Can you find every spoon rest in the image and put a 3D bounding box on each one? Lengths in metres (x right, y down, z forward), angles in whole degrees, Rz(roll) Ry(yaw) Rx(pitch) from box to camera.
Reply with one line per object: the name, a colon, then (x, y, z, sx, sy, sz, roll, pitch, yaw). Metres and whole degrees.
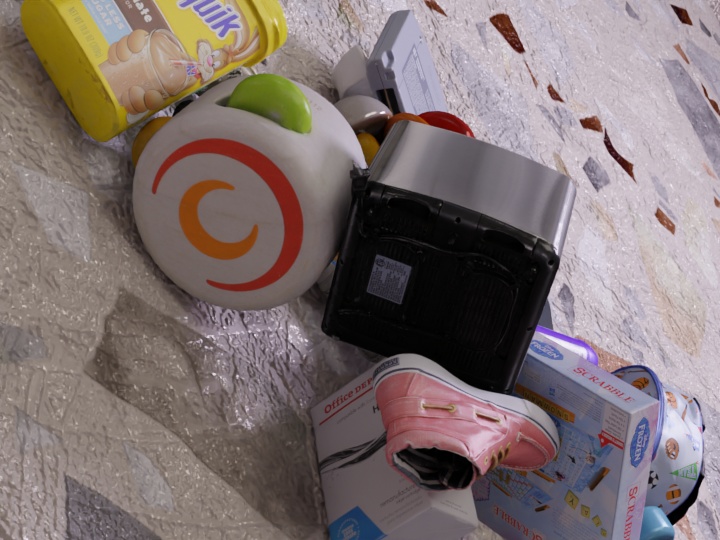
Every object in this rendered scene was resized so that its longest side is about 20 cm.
spoon rest: (0.016, -0.212, 1.800, 0.100, 0.060, 0.200, 66, 16, 15)

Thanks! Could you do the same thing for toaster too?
toaster: (0.073, -0.015, 1.297, 0.180, 0.201, 0.119, 18, 42, 5)

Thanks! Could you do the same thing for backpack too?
backpack: (0.260, 0.189, 1.605, 0.154, 0.190, 0.201, 36, 35, -31)

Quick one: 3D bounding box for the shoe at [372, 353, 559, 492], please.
shoe: (0.092, 0.146, 1.274, 0.199, 0.071, 0.091, 28, 40, -33)

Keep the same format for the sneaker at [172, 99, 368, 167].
sneaker: (-0.077, -0.108, 1.462, 0.200, 0.076, 0.115, 31, 29, 11)

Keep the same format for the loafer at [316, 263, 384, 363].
loafer: (-0.023, 0.001, 1.501, 0.069, 0.070, 0.201, -11, 67, -44)

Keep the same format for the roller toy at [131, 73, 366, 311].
roller toy: (-0.094, -0.069, 1.335, 0.183, 0.199, 0.140, 61, 27, -14)

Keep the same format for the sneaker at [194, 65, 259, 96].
sneaker: (-0.179, -0.188, 1.456, 0.199, 0.077, 0.089, 27, 48, -31)

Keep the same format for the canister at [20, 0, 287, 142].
canister: (-0.182, -0.218, 1.366, 0.200, 0.086, 0.149, -35, 97, -33)

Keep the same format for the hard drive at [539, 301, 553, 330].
hard drive: (0.152, 0.039, 1.758, 0.200, 0.033, 0.140, 37, 34, -31)

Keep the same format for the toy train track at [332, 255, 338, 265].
toy train track: (0.000, 0.000, 1.451, 0.200, 0.115, 0.033, 36, -17, 12)

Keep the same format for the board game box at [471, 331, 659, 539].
board game box: (0.171, 0.167, 1.387, 0.041, 0.201, 0.200, -15, 31, -35)

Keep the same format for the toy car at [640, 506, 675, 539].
toy car: (0.302, 0.365, 1.532, 0.200, 0.176, 0.185, 37, 20, -54)

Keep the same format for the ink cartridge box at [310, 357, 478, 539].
ink cartridge box: (0.023, 0.153, 1.352, 0.068, 0.116, 0.201, 28, 37, -39)

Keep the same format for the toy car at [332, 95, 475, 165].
toy car: (0.052, -0.100, 1.588, 0.176, 0.149, 0.200, 61, -2, 12)

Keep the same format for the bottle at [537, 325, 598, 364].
bottle: (0.165, 0.093, 1.669, 0.199, 0.084, 0.065, 18, 1, -32)

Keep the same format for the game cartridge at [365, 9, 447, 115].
game cartridge: (0.060, -0.186, 1.762, 0.134, 0.040, 0.201, -62, 141, -48)
